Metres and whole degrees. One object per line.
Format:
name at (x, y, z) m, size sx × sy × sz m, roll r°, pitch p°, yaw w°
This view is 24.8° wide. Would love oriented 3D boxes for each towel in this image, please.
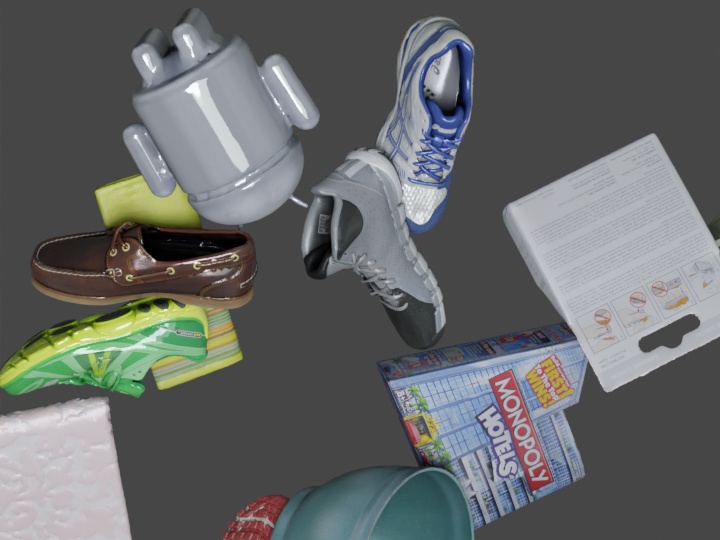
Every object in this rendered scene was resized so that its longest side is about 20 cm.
towel at (-0.315, 0.214, 1.504) m, size 0.199 × 0.032 × 0.192 m, roll -11°, pitch 116°, yaw -8°
towel at (-0.174, 0.005, 1.497) m, size 0.086 × 0.018 × 0.201 m, roll -19°, pitch 109°, yaw -10°

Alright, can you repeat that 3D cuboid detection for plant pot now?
plant pot at (-0.001, 0.271, 1.522) m, size 0.200 × 0.134 × 0.202 m, roll -16°, pitch 109°, yaw -53°

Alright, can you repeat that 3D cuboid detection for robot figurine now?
robot figurine at (-0.121, -0.124, 1.419) m, size 0.169 × 0.113 × 0.201 m, roll -22°, pitch 111°, yaw 17°

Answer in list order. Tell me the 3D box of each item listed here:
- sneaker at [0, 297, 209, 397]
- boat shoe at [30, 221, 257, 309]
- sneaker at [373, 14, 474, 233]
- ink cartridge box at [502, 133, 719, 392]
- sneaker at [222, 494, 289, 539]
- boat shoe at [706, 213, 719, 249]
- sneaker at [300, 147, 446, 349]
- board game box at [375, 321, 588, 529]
sneaker at (-0.229, 0.081, 1.463) m, size 0.199 × 0.074 × 0.084 m, roll -17°, pitch 105°, yaw 4°
boat shoe at (-0.189, -0.013, 1.426) m, size 0.198 × 0.071 × 0.071 m, roll 1°, pitch 136°, yaw -4°
sneaker at (0.059, -0.126, 1.474) m, size 0.075 × 0.088 × 0.201 m, roll 0°, pitch 107°, yaw -14°
ink cartridge box at (0.247, -0.005, 1.520) m, size 0.160 × 0.050 × 0.201 m, roll -25°, pitch 78°, yaw -5°
sneaker at (-0.093, 0.312, 1.581) m, size 0.082 × 0.078 × 0.201 m, roll 3°, pitch 102°, yaw -41°
boat shoe at (0.327, -0.005, 1.575) m, size 0.200 × 0.072 × 0.061 m, roll -24°, pitch 105°, yaw -8°
sneaker at (0.000, 0.000, 1.478) m, size 0.115 × 0.075 × 0.201 m, roll -35°, pitch 111°, yaw -39°
board game box at (0.144, 0.141, 1.582) m, size 0.199 × 0.062 × 0.201 m, roll -25°, pitch 109°, yaw -4°
